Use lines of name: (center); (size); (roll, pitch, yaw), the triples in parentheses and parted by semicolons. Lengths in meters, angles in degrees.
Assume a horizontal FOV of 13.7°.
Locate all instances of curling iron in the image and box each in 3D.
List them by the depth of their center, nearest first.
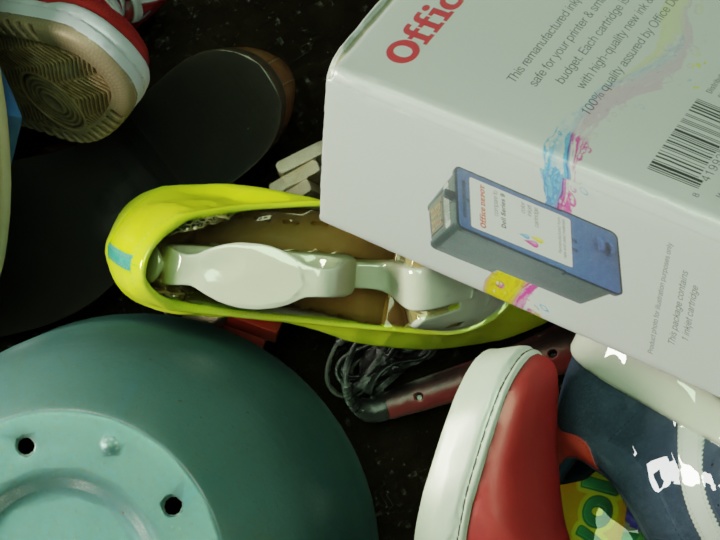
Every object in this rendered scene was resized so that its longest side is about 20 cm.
curling iron: (0.083, 0.025, 1.235); (0.200, 0.050, 0.026); (-10, 31, 0)

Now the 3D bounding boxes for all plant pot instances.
plant pot: (-0.101, 0.114, 1.153); (0.200, 0.161, 0.201); (0, 88, 7)

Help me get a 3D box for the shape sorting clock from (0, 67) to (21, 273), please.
shape sorting clock: (-0.186, -0.076, 1.210); (0.039, 0.200, 0.200); (-15, 70, -23)

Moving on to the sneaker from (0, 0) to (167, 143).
sneaker: (-0.114, -0.111, 1.238); (0.112, 0.200, 0.071); (-46, 110, -20)

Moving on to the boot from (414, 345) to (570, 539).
boot: (0.093, 0.132, 1.115); (0.144, 0.072, 0.200); (9, 103, 24)

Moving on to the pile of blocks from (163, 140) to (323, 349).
pile of blocks: (0.008, -0.019, 1.238); (0.200, 0.082, 0.062); (-28, 72, 0)

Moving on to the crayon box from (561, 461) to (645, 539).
crayon box: (0.137, 0.127, 1.191); (0.200, 0.051, 0.127); (14, 77, 13)

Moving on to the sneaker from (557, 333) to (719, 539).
sneaker: (0.154, 0.094, 1.125); (0.200, 0.075, 0.085); (33, 111, 35)

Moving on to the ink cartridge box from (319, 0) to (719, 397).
ink cartridge box: (0.103, -0.053, 1.138); (0.200, 0.088, 0.145); (24, 48, 17)

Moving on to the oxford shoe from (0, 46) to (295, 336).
oxford shoe: (-0.108, -0.030, 1.274); (0.200, 0.071, 0.071); (-29, 93, 16)

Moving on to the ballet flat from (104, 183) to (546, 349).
ballet flat: (0.000, 0.000, 1.177); (0.200, 0.067, 0.067); (3, 98, -8)
